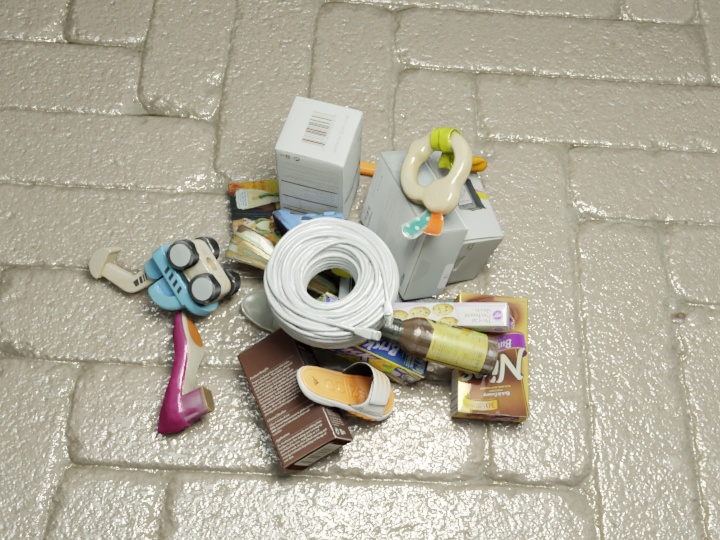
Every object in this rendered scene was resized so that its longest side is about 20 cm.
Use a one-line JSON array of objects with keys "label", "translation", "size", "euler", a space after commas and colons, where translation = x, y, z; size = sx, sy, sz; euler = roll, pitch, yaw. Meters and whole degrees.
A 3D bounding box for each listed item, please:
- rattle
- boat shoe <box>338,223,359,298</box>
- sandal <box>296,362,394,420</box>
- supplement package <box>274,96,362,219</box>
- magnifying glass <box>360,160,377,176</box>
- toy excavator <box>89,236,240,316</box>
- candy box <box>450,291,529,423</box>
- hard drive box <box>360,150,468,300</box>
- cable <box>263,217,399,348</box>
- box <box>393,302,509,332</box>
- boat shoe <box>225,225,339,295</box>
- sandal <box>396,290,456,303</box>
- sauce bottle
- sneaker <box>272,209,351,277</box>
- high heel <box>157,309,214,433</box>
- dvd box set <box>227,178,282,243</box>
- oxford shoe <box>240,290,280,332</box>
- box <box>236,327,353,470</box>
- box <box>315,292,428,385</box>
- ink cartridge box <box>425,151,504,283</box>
[{"label": "rattle", "translation": [0.135, -0.112, 1.324], "size": [0.130, 0.143, 0.201], "euler": [-12, 60, 16]}, {"label": "boat shoe", "translation": [0.000, 0.000, 1.420], "size": [0.056, 0.069, 0.200], "euler": [0, 48, 7]}, {"label": "sandal", "translation": [-0.005, 0.176, 1.282], "size": [0.206, 0.059, 0.079], "euler": [18, 43, -45]}, {"label": "supplement package", "translation": [-0.067, -0.172, 1.412], "size": [0.117, 0.200, 0.117], "euler": [14, 62, 6]}, {"label": "magnifying glass", "translation": [-0.045, -0.201, 1.568], "size": [0.199, 0.022, 0.080], "euler": [12, 61, 2]}, {"label": "toy excavator", "translation": [-0.330, 0.010, 1.389], "size": [0.200, 0.100, 0.195], "euler": [-34, 87, 16]}, {"label": "candy box", "translation": [0.209, 0.140, 1.363], "size": [0.116, 0.056, 0.201], "euler": [5, 71, -5]}, {"label": "hard drive box", "translation": [0.083, -0.077, 1.407], "size": [0.077, 0.156, 0.200], "euler": [-7, 50, -23]}, {"label": "cable", "translation": [-0.042, 0.018, 1.257], "size": [0.199, 0.069, 0.200], "euler": [5, 62, 6]}, {"label": "box", "translation": [0.135, 0.074, 1.339], "size": [0.199, 0.039, 0.042], "euler": [0, 71, 17]}, {"label": "boat shoe", "translation": [-0.134, 0.003, 1.426], "size": [0.200, 0.072, 0.076], "euler": [29, 84, 1]}, {"label": "sandal", "translation": [0.110, 0.078, 1.421], "size": [0.199, 0.043, 0.076], "euler": [6, 68, -11]}, {"label": "sauce bottle", "translation": [0.110, 0.107, 1.291], "size": [0.199, 0.065, 0.065], "euler": [17, 61, -8]}, {"label": "sneaker", "translation": [-0.064, -0.059, 1.402], "size": [0.200, 0.074, 0.082], "euler": [29, 65, 33]}, {"label": "high heel", "translation": [-0.295, 0.160, 1.345], "size": [0.096, 0.067, 0.200], "euler": [-26, 61, 8]}, {"label": "dvd box set", "translation": [-0.130, -0.099, 1.502], "size": [0.199, 0.029, 0.147], "euler": [-6, 62, -6]}, {"label": "oxford shoe", "translation": [-0.103, 0.075, 1.395], "size": [0.200, 0.058, 0.075], "euler": [20, 64, 9]}, {"label": "box", "translation": [-0.102, 0.196, 1.303], "size": [0.100, 0.075, 0.200], "euler": [-32, 67, 12]}, {"label": "box", "translation": [0.009, 0.110, 1.332], "size": [0.200, 0.070, 0.064], "euler": [27, 62, -17]}, {"label": "ink cartridge box", "translation": [0.152, -0.098, 1.450], "size": [0.085, 0.148, 0.200], "euler": [-9, 63, -21]}]
